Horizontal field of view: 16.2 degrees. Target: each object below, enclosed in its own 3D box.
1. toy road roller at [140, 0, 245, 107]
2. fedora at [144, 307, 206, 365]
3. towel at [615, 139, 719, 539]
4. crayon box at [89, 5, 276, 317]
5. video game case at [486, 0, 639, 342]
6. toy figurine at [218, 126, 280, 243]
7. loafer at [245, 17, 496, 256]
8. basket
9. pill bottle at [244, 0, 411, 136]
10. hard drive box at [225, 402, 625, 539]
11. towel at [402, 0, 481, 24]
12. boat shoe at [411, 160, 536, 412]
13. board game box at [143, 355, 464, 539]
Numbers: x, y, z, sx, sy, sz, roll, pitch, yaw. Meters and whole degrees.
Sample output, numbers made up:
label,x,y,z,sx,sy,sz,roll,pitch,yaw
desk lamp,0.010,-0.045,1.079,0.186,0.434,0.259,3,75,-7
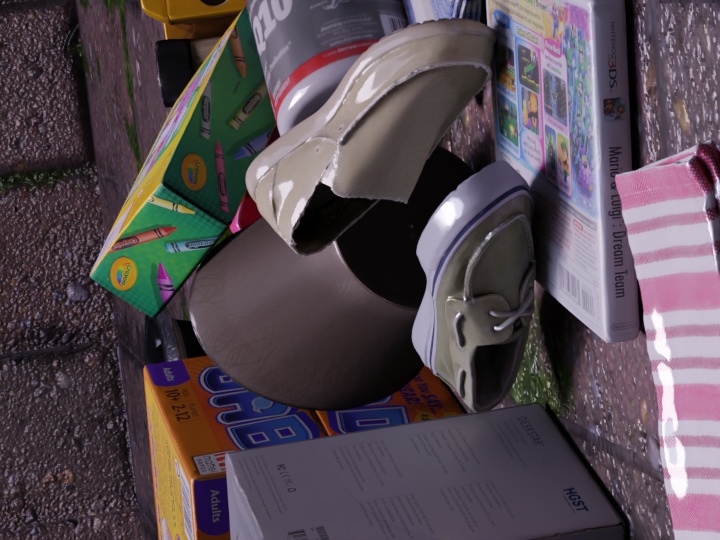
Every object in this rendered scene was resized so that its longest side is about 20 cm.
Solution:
label,x,y,z,sx,sy,sz,roll,pitch,yaw
toy road roller,-0.120,-0.227,2.134,0.146,0.122,0.202,-120,22,-88
fedora,-0.166,0.109,2.614,0.201,0.091,0.202,172,90,-78
towel,0.161,0.044,1.195,0.146,0.030,0.202,160,102,-79
crayon box,-0.111,-0.078,1.768,0.119,0.058,0.201,-48,15,44
video game case,0.108,-0.075,1.383,0.200,0.023,0.184,-131,36,-70
toy figurine,-0.045,-0.099,1.929,0.184,0.149,0.202,-25,49,64
loafer,0.013,-0.075,1.475,0.200,0.075,0.069,-40,59,39
basket,0.000,0.000,1.639,0.200,0.179,0.137,137,134,-64
pill bottle,-0.020,-0.180,1.695,0.114,0.113,0.201,100,158,-56
hard drive box,0.035,0.155,1.452,0.156,0.198,0.077,-121,25,-63
towel,0.054,-0.213,1.550,0.201,0.024,0.148,99,162,-49
boat shoe,0.074,0.011,1.425,0.062,0.072,0.200,50,160,22
board game box,-0.034,0.181,1.787,0.200,0.198,0.202,-126,30,-65
